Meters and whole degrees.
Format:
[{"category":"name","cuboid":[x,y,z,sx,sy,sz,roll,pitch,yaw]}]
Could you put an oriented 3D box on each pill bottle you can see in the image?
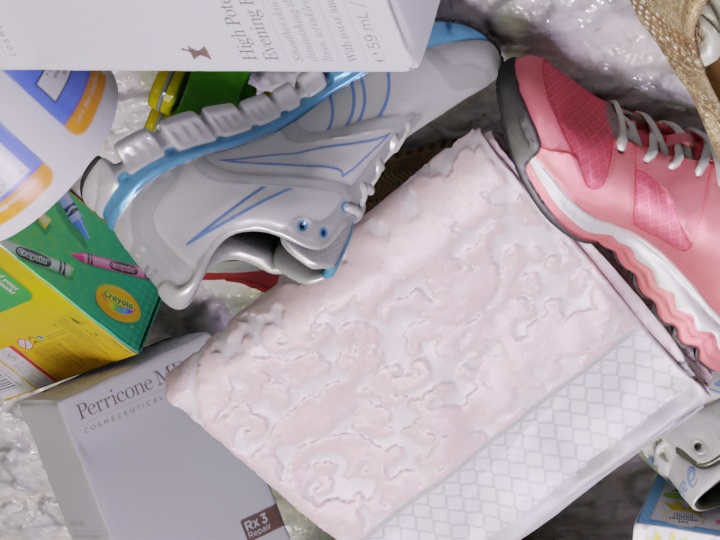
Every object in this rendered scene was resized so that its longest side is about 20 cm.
[{"category":"pill bottle","cuboid":[-0.216,-0.113,1.044,0.112,0.112,0.200,-17,131,39]}]

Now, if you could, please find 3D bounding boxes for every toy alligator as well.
[{"category":"toy alligator","cuboid":[-0.070,-0.070,1.046,0.059,0.054,0.200,24,160,0]}]

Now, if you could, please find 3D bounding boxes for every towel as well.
[{"category":"towel","cuboid":[0.041,0.054,1.081,0.200,0.032,0.191,-38,116,15]}]

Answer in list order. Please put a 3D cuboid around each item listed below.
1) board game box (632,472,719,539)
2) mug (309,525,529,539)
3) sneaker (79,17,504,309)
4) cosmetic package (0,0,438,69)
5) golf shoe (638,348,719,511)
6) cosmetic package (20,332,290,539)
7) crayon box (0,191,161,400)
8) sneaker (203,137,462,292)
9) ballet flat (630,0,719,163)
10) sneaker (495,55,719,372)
[{"category":"board game box","cuboid":[0.246,0.133,1.152,0.199,0.134,0.034,8,108,15]},{"category":"mug","cuboid":[0.068,0.207,1.359,0.200,0.134,0.177,27,-178,-20]},{"category":"sneaker","cuboid":[-0.017,-0.041,0.997,0.087,0.199,0.075,60,163,14]},{"category":"cosmetic package","cuboid":[-0.075,-0.136,0.904,0.199,0.074,0.102,0,141,21]},{"category":"golf shoe","cuboid":[0.158,0.070,1.137,0.199,0.097,0.078,6,144,19]},{"category":"cosmetic package","cuboid":[-0.100,0.145,1.253,0.074,0.101,0.201,-9,104,63]},{"category":"crayon box","cuboid":[-0.216,-0.018,1.216,0.119,0.058,0.200,-19,130,40]},{"category":"sneaker","cuboid":[0.000,0.000,1.134,0.199,0.071,0.113,-6,135,27]},{"category":"ballet flat","cuboid":[0.178,-0.069,0.955,0.200,0.071,0.065,44,178,-33]},{"category":"sneaker","cuboid":[0.142,-0.042,1.035,0.087,0.074,0.200,-35,120,25]}]
